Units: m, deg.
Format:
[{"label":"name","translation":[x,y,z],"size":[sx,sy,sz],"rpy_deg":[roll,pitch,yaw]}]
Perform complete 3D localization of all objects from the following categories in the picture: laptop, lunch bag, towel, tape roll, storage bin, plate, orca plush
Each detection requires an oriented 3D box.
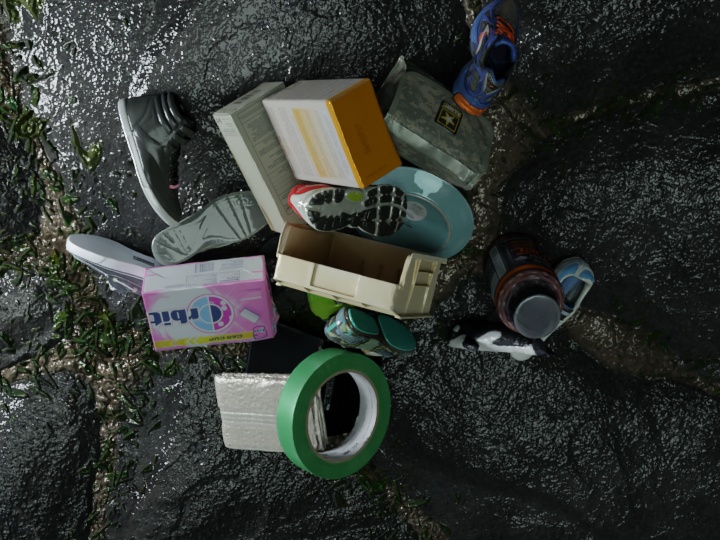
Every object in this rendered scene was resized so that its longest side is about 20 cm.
[{"label":"laptop","translation":[-0.080,0.173,1.675],"size":[0.197,0.116,0.190],"rpy_deg":[-5,118,-32]},{"label":"lunch bag","translation":[0.100,-0.204,1.415],"size":[0.163,0.201,0.118],"rpy_deg":[31,110,-14]},{"label":"towel","translation":[-0.148,0.233,1.645],"size":[0.197,0.034,0.135],"rpy_deg":[0,105,24]},{"label":"tape roll","translation":[-0.040,0.227,1.584],"size":[0.198,0.048,0.204],"rpy_deg":[-8,102,-39]},{"label":"storage bin","translation":[0.000,0.000,1.449],"size":[0.197,0.198,0.095],"rpy_deg":[15,92,20]},{"label":"plate","translation":[0.074,-0.076,1.514],"size":[0.197,0.026,0.202],"rpy_deg":[11,140,10]},{"label":"orca plush","translation":[0.218,0.092,1.579],"size":[0.104,0.199,0.073],"rpy_deg":[1,91,-29]}]

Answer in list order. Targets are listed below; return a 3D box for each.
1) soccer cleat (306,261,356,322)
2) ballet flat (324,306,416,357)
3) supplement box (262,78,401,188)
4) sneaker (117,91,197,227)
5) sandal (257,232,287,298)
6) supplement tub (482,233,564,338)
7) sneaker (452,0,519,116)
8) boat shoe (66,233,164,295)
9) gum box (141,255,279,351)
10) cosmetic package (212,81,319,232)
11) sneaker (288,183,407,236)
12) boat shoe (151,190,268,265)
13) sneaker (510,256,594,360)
[{"label":"soccer cleat","translation":[0.006,0.015,1.583],"size":[0.197,0.068,0.082],"rpy_deg":[-20,100,7]},{"label":"ballet flat","translation":[0.012,0.103,1.585],"size":[0.074,0.075,0.199],"rpy_deg":[-44,143,15]},{"label":"supplement box","translation":[-0.041,-0.190,1.360],"size":[0.073,0.199,0.128],"rpy_deg":[-33,115,-23]},{"label":"sneaker","translation":[-0.280,-0.170,1.473],"size":[0.098,0.071,0.203],"rpy_deg":[-17,99,8]},{"label":"sandal","translation":[-0.155,0.024,1.586],"size":[0.075,0.048,0.201],"rpy_deg":[35,108,-16]},{"label":"supplement tub","translation":[0.251,0.027,1.519],"size":[0.105,0.201,0.109],"rpy_deg":[-1,114,-3]},{"label":"sneaker","translation":[0.194,-0.307,1.393],"size":[0.075,0.203,0.078],"rpy_deg":[29,149,-22]},{"label":"boat shoe","translation":[-0.371,0.005,1.563],"size":[0.197,0.072,0.069],"rpy_deg":[20,110,-18]},{"label":"gum box","translation":[-0.227,0.050,1.532],"size":[0.196,0.067,0.115],"rpy_deg":[-6,126,-2]},{"label":"cosmetic package","translation":[-0.123,-0.166,1.474],"size":[0.105,0.071,0.202],"rpy_deg":[-34,114,-22]},{"label":"sneaker","translation":[-0.016,-0.099,1.418],"size":[0.198,0.084,0.078],"rpy_deg":[4,106,-41]},{"label":"boat shoe","translation":[-0.227,-0.069,1.543],"size":[0.199,0.065,0.075],"rpy_deg":[-27,100,4]},{"label":"sneaker","translation":[0.304,0.068,1.610],"size":[0.071,0.073,0.201],"rpy_deg":[27,111,-15]}]
